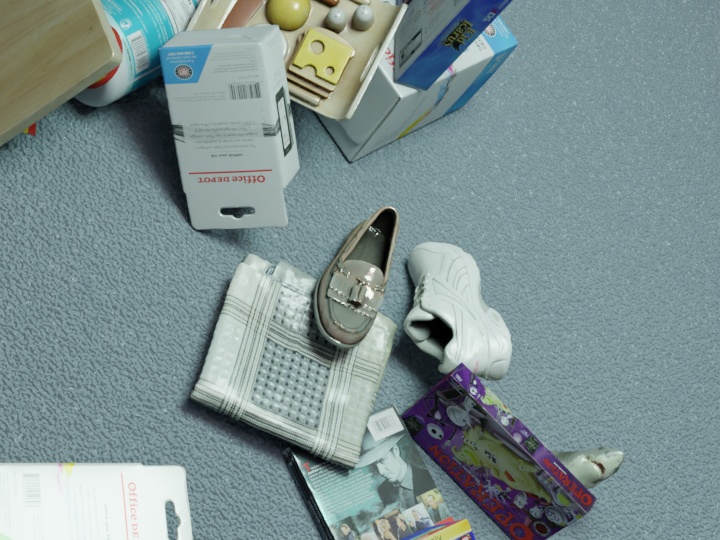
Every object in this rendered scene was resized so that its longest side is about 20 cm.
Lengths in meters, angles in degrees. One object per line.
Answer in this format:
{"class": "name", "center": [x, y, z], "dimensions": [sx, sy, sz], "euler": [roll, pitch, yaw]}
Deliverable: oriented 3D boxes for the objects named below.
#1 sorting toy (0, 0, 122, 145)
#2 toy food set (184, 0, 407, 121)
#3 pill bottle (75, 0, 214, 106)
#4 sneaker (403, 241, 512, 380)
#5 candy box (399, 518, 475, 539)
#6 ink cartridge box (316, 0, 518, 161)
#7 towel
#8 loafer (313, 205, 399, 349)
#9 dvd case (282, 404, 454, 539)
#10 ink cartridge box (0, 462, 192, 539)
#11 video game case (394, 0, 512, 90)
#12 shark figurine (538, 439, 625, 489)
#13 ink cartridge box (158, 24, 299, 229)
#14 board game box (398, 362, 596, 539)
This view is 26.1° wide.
{"class": "sorting toy", "center": [-0.338, -0.235, 1.565], "dimensions": [0.070, 0.199, 0.200], "euler": [21, 42, -64]}
{"class": "toy food set", "center": [-0.068, -0.264, 1.657], "dimensions": [0.199, 0.060, 0.144], "euler": [26, 80, 1]}
{"class": "pill bottle", "center": [-0.234, -0.263, 1.678], "dimensions": [0.200, 0.111, 0.111], "euler": [-36, 84, -38]}
{"class": "sneaker", "center": [0.085, 0.038, 1.685], "dimensions": [0.099, 0.078, 0.200], "euler": [-1, 38, -27]}
{"class": "candy box", "center": [0.062, 0.364, 1.506], "dimensions": [0.168, 0.077, 0.201], "euler": [-19, 84, -35]}
{"class": "ink cartridge box", "center": [0.045, -0.251, 1.802], "dimensions": [0.199, 0.146, 0.147], "euler": [-29, 80, -36]}
{"class": "towel", "center": [-0.063, 0.088, 1.617], "dimensions": [0.191, 0.035, 0.201], "euler": [25, 50, -10]}
{"class": "loafer", "center": [0.000, 0.000, 1.663], "dimensions": [0.072, 0.063, 0.201], "euler": [29, 36, -8]}
{"class": "dvd case", "center": [0.023, 0.250, 1.599], "dimensions": [0.145, 0.022, 0.201], "euler": [-19, 76, -35]}
{"class": "ink cartridge box", "center": [-0.257, 0.240, 1.419], "dimensions": [0.198, 0.067, 0.118], "euler": [4, 62, -26]}
{"class": "video game case", "center": [0.103, -0.320, 1.652], "dimensions": [0.045, 0.200, 0.183], "euler": [15, 59, -23]}
{"class": "shark figurine", "center": [0.170, 0.191, 1.695], "dimensions": [0.213, 0.129, 0.090], "euler": [27, 27, 8]}
{"class": "ink cartridge box", "center": [-0.133, -0.149, 1.633], "dimensions": [0.115, 0.202, 0.068], "euler": [-1, 24, 15]}
{"class": "board game box", "center": [0.140, 0.198, 1.630], "dimensions": [0.200, 0.120, 0.032], "euler": [45, 53, 0]}
